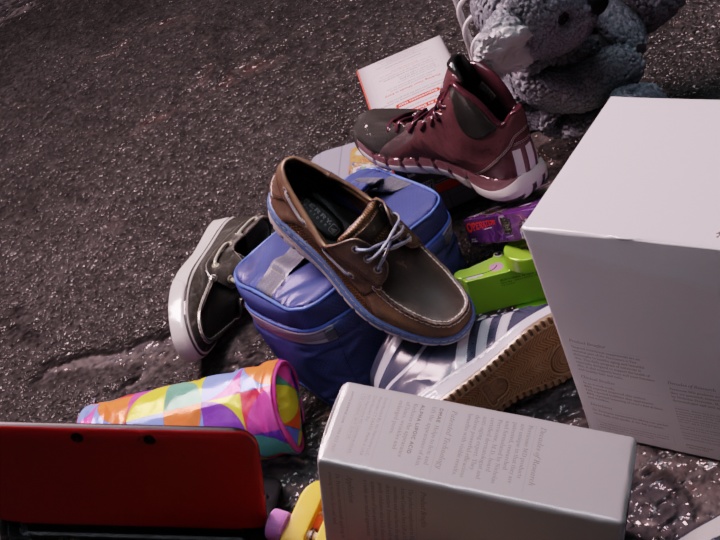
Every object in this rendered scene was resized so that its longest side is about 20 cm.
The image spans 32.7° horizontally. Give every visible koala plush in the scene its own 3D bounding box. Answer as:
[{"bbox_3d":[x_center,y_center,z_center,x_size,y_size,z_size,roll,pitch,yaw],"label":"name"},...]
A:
[{"bbox_3d":[0.163,-0.216,1.082,0.182,0.199,0.180,1,76,37],"label":"koala plush"}]

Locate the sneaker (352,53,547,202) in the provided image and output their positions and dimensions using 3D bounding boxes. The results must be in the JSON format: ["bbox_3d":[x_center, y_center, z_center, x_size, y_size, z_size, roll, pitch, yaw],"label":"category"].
[{"bbox_3d":[0.069,-0.139,1.046,0.199,0.116,0.076,19,51,35],"label":"sneaker"}]

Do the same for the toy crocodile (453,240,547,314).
[{"bbox_3d":[0.175,-0.011,1.030,0.198,0.068,0.062,-19,32,6],"label":"toy crocodile"}]

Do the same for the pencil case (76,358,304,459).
[{"bbox_3d":[-0.143,0.133,1.028,0.198,0.089,0.089,-13,36,15],"label":"pencil case"}]

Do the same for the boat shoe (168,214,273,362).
[{"bbox_3d":[-0.132,0.008,1.193,0.063,0.071,0.201,-11,35,21],"label":"boat shoe"}]

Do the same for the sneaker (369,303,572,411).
[{"bbox_3d":[0.098,0.060,0.983,0.199,0.070,0.109,-33,37,-6],"label":"sneaker"}]

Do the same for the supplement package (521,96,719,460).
[{"bbox_3d":[0.232,0.006,0.853,0.151,0.201,0.151,8,46,38],"label":"supplement package"}]

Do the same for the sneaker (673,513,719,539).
[{"bbox_3d":[0.277,0.171,0.705,0.202,0.077,0.146,-39,24,-2],"label":"sneaker"}]

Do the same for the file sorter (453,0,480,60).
[{"bbox_3d":[0.176,-0.257,1.300,0.137,0.125,0.201,-19,35,9],"label":"file sorter"}]

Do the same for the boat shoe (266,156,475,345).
[{"bbox_3d":[0.004,-0.016,0.954,0.199,0.073,0.072,34,67,15],"label":"boat shoe"}]

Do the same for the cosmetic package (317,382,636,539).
[{"bbox_3d":[0.075,0.146,0.807,0.198,0.102,0.074,9,46,12],"label":"cosmetic package"}]

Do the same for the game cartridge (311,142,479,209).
[{"bbox_3d":[0.036,-0.096,1.257,0.198,0.042,0.134,-15,32,14],"label":"game cartridge"}]

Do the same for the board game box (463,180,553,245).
[{"bbox_3d":[0.198,-0.070,1.046,0.199,0.033,0.120,-24,12,-28],"label":"board game box"}]

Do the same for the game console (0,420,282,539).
[{"bbox_3d":[-0.162,0.142,0.906,0.197,0.120,0.172,2,13,3],"label":"game console"}]

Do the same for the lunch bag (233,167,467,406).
[{"bbox_3d":[0.000,0.000,1.067,0.200,0.133,0.135,-41,38,-21],"label":"lunch bag"}]

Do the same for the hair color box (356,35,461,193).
[{"bbox_3d":[0.064,-0.154,1.232,0.101,0.062,0.201,-22,34,5],"label":"hair color box"}]

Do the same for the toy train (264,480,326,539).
[{"bbox_3d":[0.019,0.202,0.868,0.199,0.056,0.150,-35,54,-25],"label":"toy train"}]
